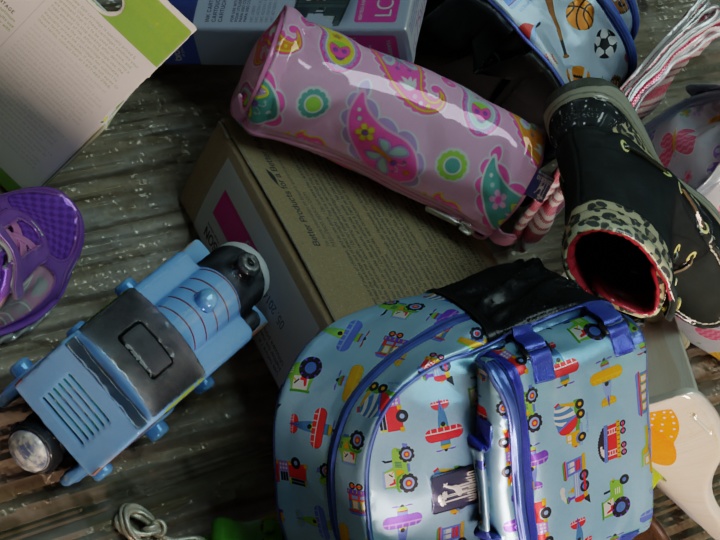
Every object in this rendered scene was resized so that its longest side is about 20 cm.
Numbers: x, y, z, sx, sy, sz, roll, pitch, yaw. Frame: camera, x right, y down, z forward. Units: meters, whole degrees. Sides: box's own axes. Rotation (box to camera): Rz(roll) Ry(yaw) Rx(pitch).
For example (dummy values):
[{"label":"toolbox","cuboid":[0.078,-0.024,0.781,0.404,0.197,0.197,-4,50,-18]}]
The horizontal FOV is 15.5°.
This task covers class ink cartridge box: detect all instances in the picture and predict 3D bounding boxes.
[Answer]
[{"label":"ink cartridge box","cuboid":[0.000,0.000,1.659,0.164,0.075,0.200,2,45,-36]},{"label":"ink cartridge box","cuboid":[-0.185,-0.154,1.551,0.148,0.200,0.076,44,42,-9]},{"label":"ink cartridge box","cuboid":[-0.055,-0.186,1.715,0.042,0.199,0.120,73,22,-48]}]

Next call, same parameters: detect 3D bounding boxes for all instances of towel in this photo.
[{"label":"towel","cuboid":[0.173,-0.093,1.788,0.030,0.200,0.146,41,66,4]}]

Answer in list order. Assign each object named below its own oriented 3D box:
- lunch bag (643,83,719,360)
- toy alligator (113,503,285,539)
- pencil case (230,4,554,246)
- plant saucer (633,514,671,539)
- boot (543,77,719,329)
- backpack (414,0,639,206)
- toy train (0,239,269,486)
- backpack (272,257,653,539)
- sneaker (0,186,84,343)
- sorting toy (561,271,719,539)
[{"label":"lunch bag","cuboid":[0.275,-0.045,1.881,0.169,0.200,0.128,26,48,-25]},{"label":"toy alligator","cuboid":[-0.048,0.168,1.560,0.199,0.054,0.059,24,49,-28]},{"label":"pencil case","cuboid":[0.020,-0.089,1.648,0.199,0.087,0.088,25,48,-12]},{"label":"plant saucer","cuboid":[0.154,0.219,1.680,0.200,0.034,0.201,18,65,-44]},{"label":"boot","cuboid":[0.177,-0.004,1.629,0.204,0.073,0.154,52,23,-30]},{"label":"backpack","cuboid":[0.104,-0.161,1.801,0.200,0.190,0.154,42,76,-9]},{"label":"toy train","cuboid":[-0.124,0.048,1.530,0.087,0.114,0.200,51,42,-1]},{"label":"backpack","cuboid":[0.054,0.101,1.517,0.199,0.134,0.183,-15,114,-32]},{"label":"sneaker","cuboid":[-0.217,0.000,1.502,0.081,0.088,0.200,52,41,2]},{"label":"sorting toy","cuboid":[0.203,0.099,1.790,0.180,0.107,0.200,51,17,-32]}]
